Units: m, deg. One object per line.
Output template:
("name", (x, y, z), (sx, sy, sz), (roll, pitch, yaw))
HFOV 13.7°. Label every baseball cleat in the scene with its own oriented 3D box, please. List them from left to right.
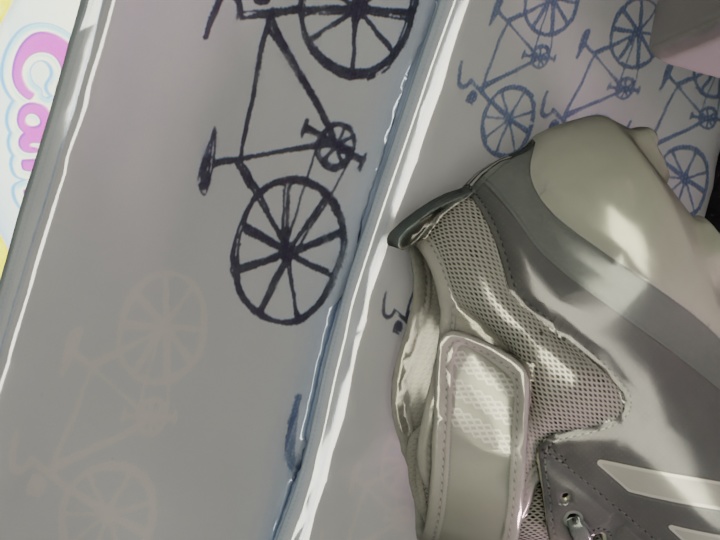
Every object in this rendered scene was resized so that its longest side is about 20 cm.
("baseball cleat", (0.074, 0.064, 0.736), (0.106, 0.070, 0.200), (-30, 91, -6))

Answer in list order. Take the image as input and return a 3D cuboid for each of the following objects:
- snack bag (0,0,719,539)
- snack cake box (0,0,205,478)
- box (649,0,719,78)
("snack bag", (0.000, 0.000, 0.741), (0.200, 0.021, 0.189), (17, 88, -33))
("snack cake box", (-0.097, -0.045, 0.767), (0.115, 0.067, 0.200), (-2, 90, 0))
("box", (0.182, -0.098, 0.627), (0.200, 0.106, 0.153), (14, 84, -10))
